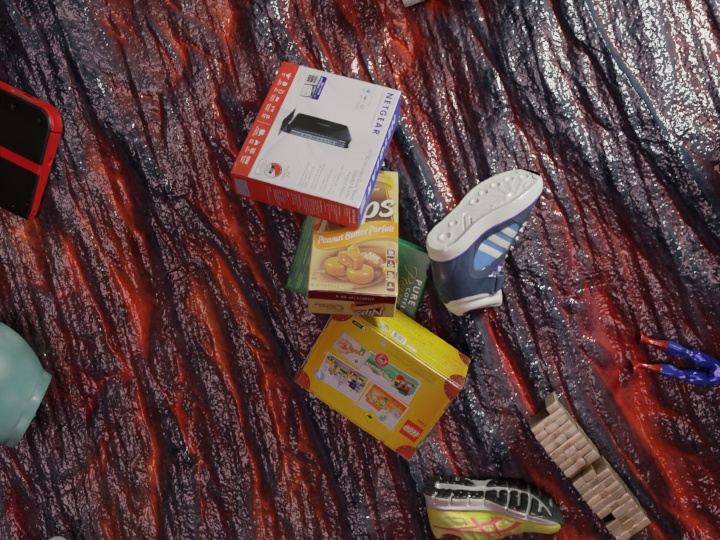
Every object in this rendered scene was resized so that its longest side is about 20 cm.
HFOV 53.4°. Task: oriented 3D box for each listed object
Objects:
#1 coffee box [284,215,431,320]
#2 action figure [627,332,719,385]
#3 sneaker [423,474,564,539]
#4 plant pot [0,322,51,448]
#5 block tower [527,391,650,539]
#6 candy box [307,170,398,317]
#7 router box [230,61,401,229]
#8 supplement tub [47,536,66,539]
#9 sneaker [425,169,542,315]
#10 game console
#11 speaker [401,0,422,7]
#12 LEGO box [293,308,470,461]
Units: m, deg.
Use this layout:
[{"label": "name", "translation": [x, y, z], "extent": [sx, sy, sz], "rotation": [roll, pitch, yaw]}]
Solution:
[{"label": "coffee box", "translation": [0.000, 0.000, 1.018], "extent": [0.195, 0.044, 0.126], "rotation": [20, 100, 9]}, {"label": "action figure", "translation": [0.456, 0.136, 0.919], "extent": [0.194, 0.099, 0.067], "rotation": [12, 99, 7]}, {"label": "sneaker", "translation": [0.185, 0.348, 1.007], "extent": [0.194, 0.078, 0.093], "rotation": [4, 105, 16]}, {"label": "plant pot", "translation": [-0.557, 0.187, 1.086], "extent": [0.132, 0.201, 0.203], "rotation": [31, 102, -21]}, {"label": "block tower", "translation": [0.307, 0.268, 0.979], "extent": [0.057, 0.054, 0.202], "rotation": [-37, 87, 11]}, {"label": "candy box", "translation": [-0.008, -0.041, 0.943], "extent": [0.112, 0.056, 0.205], "rotation": [4, 56, -2]}, {"label": "router box", "translation": [-0.054, -0.172, 0.956], "extent": [0.174, 0.049, 0.204], "rotation": [15, 62, 8]}, {"label": "supplement tub", "translation": [-0.447, 0.529, 1.109], "extent": [0.198, 0.140, 0.142], "rotation": [37, 101, 5]}, {"label": "sneaker", "translation": [0.178, -0.028, 0.976], "extent": [0.198, 0.080, 0.149], "rotation": [-37, 128, -18]}, {"label": "game console", "translation": [-0.570, -0.200, 1.122], "extent": [0.196, 0.031, 0.181], "rotation": [25, 104, 8]}, {"label": "speaker", "translation": [0.137, -0.417, 0.932], "extent": [0.195, 0.081, 0.084], "rotation": [-17, 92, 12]}, {"label": "LEGO box", "translation": [0.029, 0.137, 0.982], "extent": [0.197, 0.077, 0.151], "rotation": [34, 119, 2]}]
